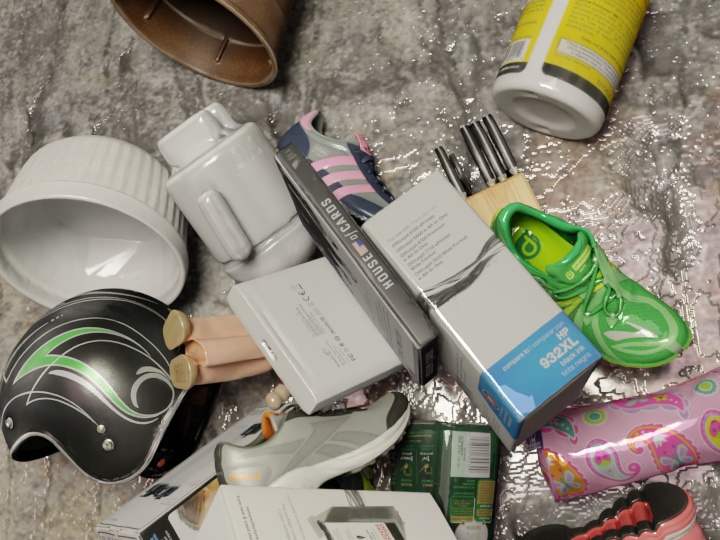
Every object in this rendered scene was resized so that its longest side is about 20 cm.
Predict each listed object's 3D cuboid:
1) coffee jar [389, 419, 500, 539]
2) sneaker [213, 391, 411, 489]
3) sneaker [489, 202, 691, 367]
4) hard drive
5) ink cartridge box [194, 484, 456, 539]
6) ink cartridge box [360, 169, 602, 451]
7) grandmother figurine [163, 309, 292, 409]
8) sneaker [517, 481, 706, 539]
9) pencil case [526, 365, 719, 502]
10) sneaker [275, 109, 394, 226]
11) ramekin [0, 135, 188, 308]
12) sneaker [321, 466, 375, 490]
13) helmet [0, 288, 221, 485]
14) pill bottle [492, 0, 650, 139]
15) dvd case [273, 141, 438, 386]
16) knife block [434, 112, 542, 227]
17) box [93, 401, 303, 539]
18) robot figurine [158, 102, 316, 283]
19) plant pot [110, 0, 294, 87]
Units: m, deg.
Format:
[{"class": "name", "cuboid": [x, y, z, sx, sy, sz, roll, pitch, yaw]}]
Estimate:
[{"class": "coffee jar", "cuboid": [0.074, 0.240, 0.759, 0.104, 0.085, 0.203, -14, 69, 54]}, {"class": "sneaker", "cuboid": [-0.036, 0.145, 0.727, 0.199, 0.074, 0.080, -22, 85, -35]}, {"class": "sneaker", "cuboid": [0.189, 0.013, 0.722, 0.199, 0.084, 0.074, 38, 88, 18]}, {"class": "hard drive", "cuboid": [-0.011, 0.044, 0.791, 0.132, 0.199, 0.026, 52, 132, 19]}, {"class": "ink cartridge box", "cuboid": [-0.035, 0.252, 0.663, 0.148, 0.198, 0.083, -63, 35, 24]}, {"class": "ink cartridge box", "cuboid": [0.096, 0.037, 0.704, 0.083, 0.145, 0.201, -36, 70, -6]}, {"class": "grandmother figurine", "cuboid": [-0.086, 0.071, 0.811, 0.060, 0.198, 0.123, -5, 92, 52]}, {"class": "sneaker", "cuboid": [0.210, 0.265, 0.733, 0.199, 0.074, 0.087, -29, 102, 20]}, {"class": "pencil case", "cuboid": [0.250, 0.143, 0.742, 0.198, 0.087, 0.088, -16, 74, 13]}, {"class": "sneaker", "cuboid": [-0.003, -0.098, 0.876, 0.199, 0.070, 0.082, 35, 89, 18]}, {"class": "ramekin", "cuboid": [-0.273, -0.047, 0.877, 0.198, 0.201, 0.106, -9, 50, 14]}, {"class": "sneaker", "cuboid": [-0.061, 0.264, 0.803, 0.073, 0.081, 0.202, 27, 86, 20]}, {"class": "helmet", "cuboid": [-0.254, 0.116, 0.838, 0.189, 0.200, 0.202, 25, 85, 8]}, {"class": "pill bottle", "cuboid": [0.215, -0.243, 0.824, 0.113, 0.114, 0.202, 21, 84, 19]}, {"class": "dvd case", "cuboid": [0.000, 0.000, 0.720, 0.025, 0.151, 0.201, -35, 72, -7]}, {"class": "knife block", "cuboid": [0.155, -0.052, 0.823, 0.198, 0.064, 0.177, 20, 84, 19]}, {"class": "box", "cuboid": [-0.128, 0.199, 0.764, 0.116, 0.199, 0.061, -20, 101, 52]}, {"class": "robot figurine", "cuboid": [-0.117, -0.067, 0.848, 0.112, 0.170, 0.201, -29, 106, 21]}, {"class": "plant pot", "cuboid": [-0.143, -0.342, 0.915, 0.198, 0.200, 0.200, 18, 76, 19]}]
